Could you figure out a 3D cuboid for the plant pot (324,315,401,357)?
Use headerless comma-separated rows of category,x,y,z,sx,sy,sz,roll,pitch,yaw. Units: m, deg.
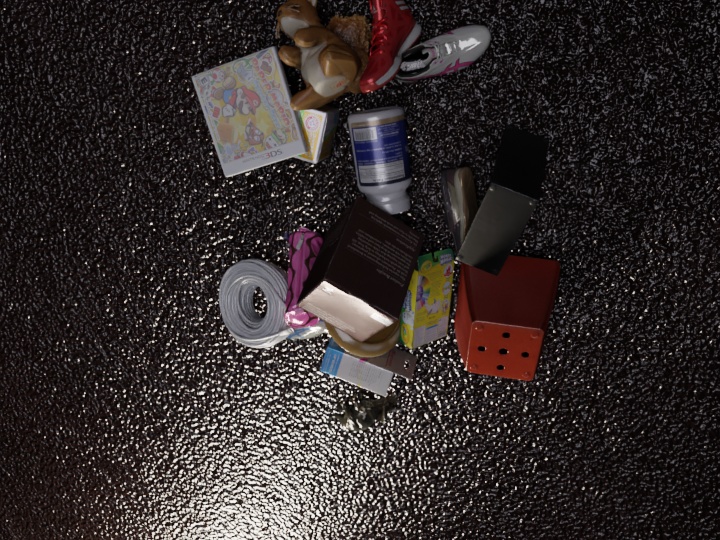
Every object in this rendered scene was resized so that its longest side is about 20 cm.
plant pot,0.013,0.082,1.318,0.199,0.201,0.027,41,151,-5

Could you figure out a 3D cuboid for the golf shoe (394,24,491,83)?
golf shoe,0.152,-0.403,1.163,0.197,0.092,0.074,-19,103,16

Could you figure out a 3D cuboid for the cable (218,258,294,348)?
cable,-0.229,0.072,1.396,0.198,0.069,0.203,-29,82,31

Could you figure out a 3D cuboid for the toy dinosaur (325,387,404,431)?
toy dinosaur,-0.004,0.342,1.466,0.198,0.077,0.103,-33,93,17

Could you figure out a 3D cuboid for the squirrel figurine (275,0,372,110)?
squirrel figurine,-0.069,-0.428,1.173,0.142,0.198,0.189,-44,69,49

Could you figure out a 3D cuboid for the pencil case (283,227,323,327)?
pencil case,-0.122,0.014,1.310,0.089,0.203,0.094,1,154,-7

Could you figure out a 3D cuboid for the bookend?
bookend,0.275,-0.137,1.199,0.091,0.202,0.200,21,138,3

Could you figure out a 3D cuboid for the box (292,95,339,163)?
box,-0.154,-0.300,1.253,0.197,0.113,0.103,18,111,7

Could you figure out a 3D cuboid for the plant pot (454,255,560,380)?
plant pot,0.288,0.102,1.238,0.196,0.177,0.203,7,127,9

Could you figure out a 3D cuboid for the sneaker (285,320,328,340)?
sneaker,-0.110,0.118,1.406,0.198,0.071,0.074,-17,82,35

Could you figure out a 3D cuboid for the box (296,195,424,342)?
box,0.000,0.000,1.227,0.164,0.202,0.164,30,150,-13

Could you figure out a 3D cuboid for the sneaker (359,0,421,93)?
sneaker,0.030,-0.423,1.120,0.077,0.202,0.116,-3,138,42

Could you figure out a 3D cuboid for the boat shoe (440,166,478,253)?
boat shoe,0.202,-0.117,1.268,0.064,0.072,0.203,13,129,36

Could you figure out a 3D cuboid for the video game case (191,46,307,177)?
video game case,-0.213,-0.302,1.193,0.179,0.023,0.203,-13,103,15

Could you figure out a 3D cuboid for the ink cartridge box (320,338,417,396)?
ink cartridge box,0.021,0.209,1.392,0.197,0.115,0.069,21,113,4

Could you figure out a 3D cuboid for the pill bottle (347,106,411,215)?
pill bottle,0.043,-0.218,1.238,0.113,0.116,0.204,-4,109,13

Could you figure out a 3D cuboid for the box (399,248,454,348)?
box,0.141,0.054,1.312,0.048,0.116,0.204,26,119,43
